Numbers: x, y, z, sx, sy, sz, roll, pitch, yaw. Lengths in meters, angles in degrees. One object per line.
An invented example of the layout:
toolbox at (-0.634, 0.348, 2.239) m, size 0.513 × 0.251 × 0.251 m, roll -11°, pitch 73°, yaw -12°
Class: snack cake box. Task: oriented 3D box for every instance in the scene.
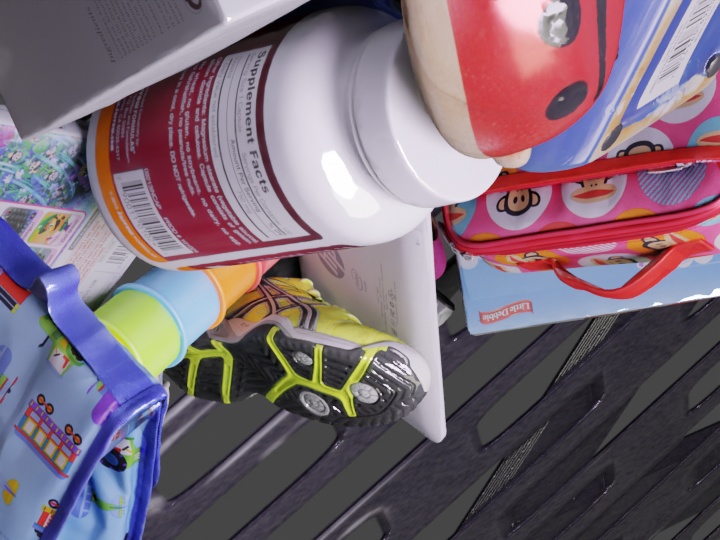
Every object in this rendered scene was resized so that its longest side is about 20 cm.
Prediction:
snack cake box at (0.167, -0.002, 1.411) m, size 0.199 × 0.068 × 0.115 m, roll -9°, pitch 176°, yaw 4°

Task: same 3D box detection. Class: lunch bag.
lunch bag at (0.145, -0.069, 1.218) m, size 0.199 × 0.177 × 0.082 m, roll -8°, pitch 160°, yaw 29°
lunch bag at (-0.170, 0.069, 0.983) m, size 0.094 × 0.151 × 0.200 m, roll -23°, pitch 148°, yaw -40°

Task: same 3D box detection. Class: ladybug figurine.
ladybug figurine at (0.069, -0.137, 0.866) m, size 0.136 × 0.072 × 0.201 m, roll -44°, pitch 136°, yaw -50°

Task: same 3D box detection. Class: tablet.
tablet at (0.000, 0.000, 1.180) m, size 0.014 × 0.130 × 0.201 m, roll -32°, pitch 139°, yaw -25°

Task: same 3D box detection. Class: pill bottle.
pill bottle at (-0.030, -0.063, 0.982) m, size 0.199 × 0.113 × 0.113 m, roll -7°, pitch -173°, yaw 43°

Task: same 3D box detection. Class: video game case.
video game case at (-0.191, 0.005, 1.060) m, size 0.200 × 0.024 × 0.182 m, roll -52°, pitch 155°, yaw 17°

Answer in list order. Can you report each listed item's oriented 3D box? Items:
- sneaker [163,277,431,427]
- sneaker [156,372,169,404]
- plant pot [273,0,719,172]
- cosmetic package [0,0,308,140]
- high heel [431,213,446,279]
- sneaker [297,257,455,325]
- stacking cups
sneaker at (-0.037, 0.036, 1.187) m, size 0.076 × 0.199 × 0.076 m, roll -51°, pitch 132°, yaw -30°
sneaker at (-0.147, 0.097, 1.227) m, size 0.087 × 0.075 × 0.200 m, roll -66°, pitch -177°, yaw -36°
plant pot at (0.103, -0.173, 1.030) m, size 0.200 × 0.180 × 0.200 m, roll -32°, pitch 153°, yaw -49°
cosmetic package at (-0.078, -0.124, 0.859) m, size 0.101 × 0.071 × 0.200 m, roll -29°, pitch -175°, yaw -33°
high heel at (0.037, -0.056, 1.269) m, size 0.096 × 0.068 × 0.200 m, roll -37°, pitch 153°, yaw 6°
sneaker at (-0.003, 0.030, 1.339) m, size 0.089 × 0.074 × 0.200 m, roll -49°, pitch 155°, yaw 4°
stacking cups at (-0.111, 0.018, 1.141) m, size 0.200 × 0.060 × 0.061 m, roll -46°, pitch 163°, yaw -45°
